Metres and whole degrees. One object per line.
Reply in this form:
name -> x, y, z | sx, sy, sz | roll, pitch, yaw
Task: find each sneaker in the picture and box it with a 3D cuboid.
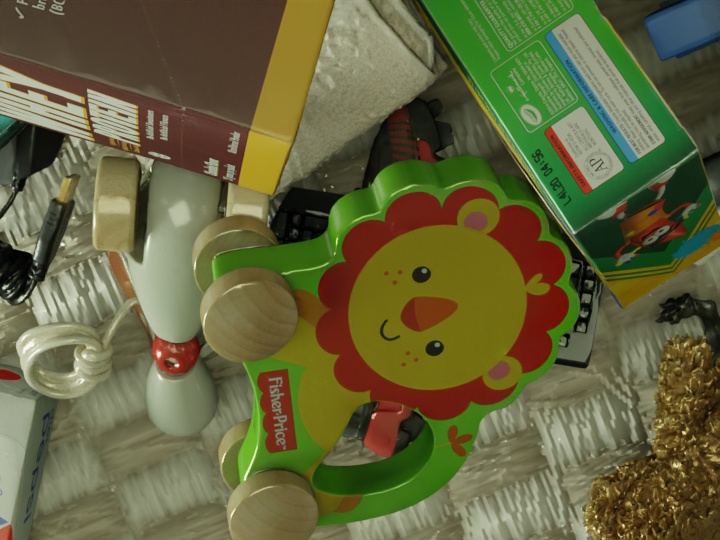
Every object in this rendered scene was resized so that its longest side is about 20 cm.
sneaker -> 0.000, 0.000, 0.935 | 0.097, 0.071, 0.202 | 9, 93, 0

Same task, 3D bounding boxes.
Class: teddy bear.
teddy bear -> 0.206, 0.093, 0.923 | 0.144, 0.067, 0.201 | 26, 96, -31

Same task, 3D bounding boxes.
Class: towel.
towel -> -0.059, -0.110, 0.929 | 0.200, 0.034, 0.133 | -36, 93, 29

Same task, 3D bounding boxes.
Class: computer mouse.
computer mouse -> -0.180, -0.082, 0.918 | 0.046, 0.140, 0.201 | 22, 99, -31

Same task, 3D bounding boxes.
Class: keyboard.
keyboard -> 0.037, 0.029, 0.979 | 0.198, 0.021, 0.128 | 10, 97, 3

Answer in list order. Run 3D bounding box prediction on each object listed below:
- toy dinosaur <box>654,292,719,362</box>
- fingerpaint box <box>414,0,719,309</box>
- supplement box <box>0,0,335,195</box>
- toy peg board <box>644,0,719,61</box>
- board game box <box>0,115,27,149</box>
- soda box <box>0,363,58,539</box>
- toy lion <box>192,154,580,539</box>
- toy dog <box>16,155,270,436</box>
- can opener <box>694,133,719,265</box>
toy dinosaur -> 0.227, 0.038, 0.957 | 0.200, 0.048, 0.088 | -39, 108, 6
fingerpaint box -> 0.097, -0.095, 0.855 | 0.073, 0.167, 0.201 | -33, 70, 7
supplement box -> -0.105, -0.165, 0.789 | 0.198, 0.133, 0.199 | 16, 82, -4
toy peg board -> 0.152, -0.191, 0.869 | 0.097, 0.200, 0.201 | -21, 96, 23
board game box -> -0.248, -0.146, 0.885 | 0.135, 0.028, 0.200 | -38, 89, 24
soda box -> -0.231, 0.158, 0.985 | 0.063, 0.068, 0.202 | 13, 97, 1
toy lion -> 0.016, 0.040, 0.856 | 0.190, 0.069, 0.201 | -8, 122, -6
toy dog -> -0.101, -0.006, 0.931 | 0.131, 0.097, 0.200 | 21, 133, -15
can opener -> 0.244, -0.076, 0.936 | 0.200, 0.066, 0.053 | -39, 92, 2
